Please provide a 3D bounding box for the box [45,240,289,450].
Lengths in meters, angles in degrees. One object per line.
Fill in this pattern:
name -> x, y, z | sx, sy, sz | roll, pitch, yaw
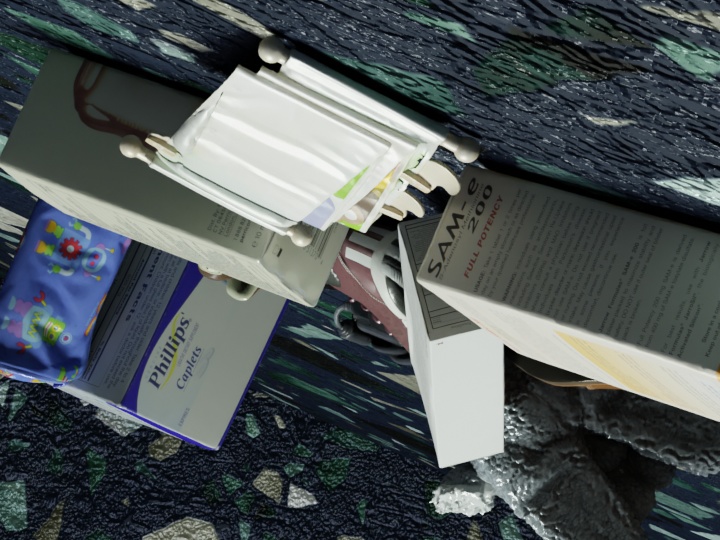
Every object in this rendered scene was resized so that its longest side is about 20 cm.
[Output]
box -> -0.163, 0.029, 1.639 | 0.105, 0.185, 0.200 | 31, 170, -34

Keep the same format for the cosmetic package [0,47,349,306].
cosmetic package -> -0.111, -0.059, 1.279 | 0.199, 0.088, 0.103 | 20, 171, 23

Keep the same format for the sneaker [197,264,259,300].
sneaker -> -0.090, -0.031, 1.436 | 0.070, 0.076, 0.200 | 21, 172, 21

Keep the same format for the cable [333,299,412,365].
cable -> 0.080, 0.081, 1.734 | 0.199, 0.051, 0.163 | 18, 170, 34

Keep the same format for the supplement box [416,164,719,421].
supplement box -> 0.147, 0.019, 1.073 | 0.199, 0.074, 0.126 | 18, 170, 36

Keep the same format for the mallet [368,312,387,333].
mallet -> 0.000, 0.000, 1.525 | 0.066, 0.041, 0.200 | 13, 162, 40

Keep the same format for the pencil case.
pencil case -> -0.221, -0.007, 1.561 | 0.086, 0.201, 0.078 | 23, -179, -6

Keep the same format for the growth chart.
growth chart -> -0.033, -0.062, 1.104 | 0.144, 0.018, 0.200 | 30, 153, -19

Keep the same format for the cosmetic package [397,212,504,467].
cosmetic package -> 0.060, 0.046, 1.280 | 0.050, 0.083, 0.200 | -12, 153, -2

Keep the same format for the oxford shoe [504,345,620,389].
oxford shoe -> 0.159, 0.046, 1.238 | 0.071, 0.072, 0.199 | 21, 176, -40

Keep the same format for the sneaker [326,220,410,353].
sneaker -> 0.025, 0.011, 1.425 | 0.115, 0.076, 0.200 | 25, 163, 32

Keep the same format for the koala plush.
koala plush -> 0.137, 0.121, 1.477 | 0.184, 0.178, 0.200 | 38, 169, -14
